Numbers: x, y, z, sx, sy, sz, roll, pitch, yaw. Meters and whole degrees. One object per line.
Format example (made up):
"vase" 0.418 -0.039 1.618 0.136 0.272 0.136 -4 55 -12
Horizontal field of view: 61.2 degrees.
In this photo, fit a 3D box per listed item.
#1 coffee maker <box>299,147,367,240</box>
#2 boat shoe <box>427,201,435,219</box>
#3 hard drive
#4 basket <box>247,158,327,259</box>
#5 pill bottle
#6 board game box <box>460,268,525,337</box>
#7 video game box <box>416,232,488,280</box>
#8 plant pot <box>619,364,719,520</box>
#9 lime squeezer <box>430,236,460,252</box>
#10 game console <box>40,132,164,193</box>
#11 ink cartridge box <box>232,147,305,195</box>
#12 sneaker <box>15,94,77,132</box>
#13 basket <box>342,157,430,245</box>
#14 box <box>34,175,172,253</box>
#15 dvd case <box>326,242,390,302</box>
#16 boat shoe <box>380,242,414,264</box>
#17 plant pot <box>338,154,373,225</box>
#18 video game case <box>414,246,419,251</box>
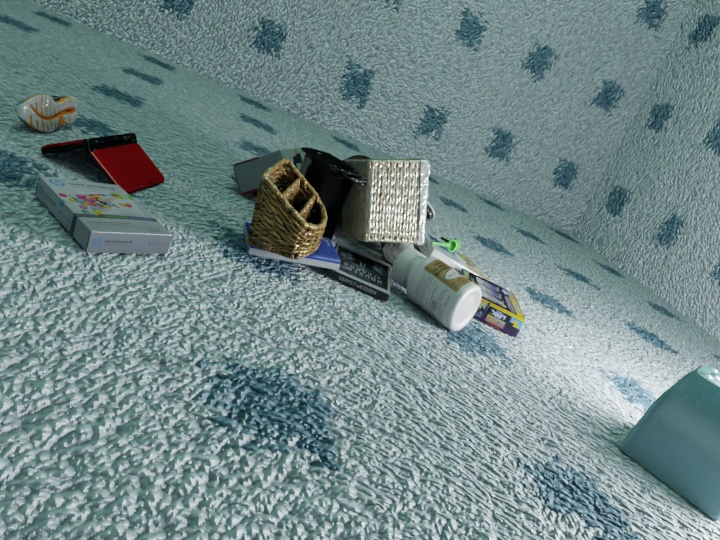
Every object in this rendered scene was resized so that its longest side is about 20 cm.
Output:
"coffee maker" -0.097 -0.160 1.431 0.131 0.205 0.193 12 21 -27
"boat shoe" 0.200 -0.260 2.333 0.060 0.076 0.199 -37 68 -27
"hard drive" -0.149 -0.054 1.313 0.194 0.026 0.132 10 22 -20
"basket" -0.134 -0.129 1.264 0.139 0.153 0.201 18 20 2
"pill bottle" 0.167 0.036 1.378 0.199 0.117 0.113 37 22 33
"board game box" 0.327 0.079 1.568 0.162 0.058 0.200 27 18 -2
"video game box" 0.257 -0.028 1.749 0.196 0.047 0.183 28 17 -17
"plant pot" 0.647 0.298 1.149 0.194 0.204 0.194 36 22 32
"lime squeezer" 0.250 -0.080 1.734 0.070 0.038 0.200 34 15 9
"game console" -0.550 -0.228 1.316 0.167 0.123 0.200 -6 15 10
"ink cartridge box" -0.233 -0.270 1.637 0.142 0.085 0.200 -13 10 16
"sneaker" -0.724 -0.362 1.383 0.075 0.081 0.200 10 15 1
"basket" 0.056 -0.173 1.478 0.156 0.207 0.198 1 9 -21
"box" -0.443 -0.095 1.054 0.198 0.042 0.154 36 20 32
"dvd case" 0.000 0.000 1.404 0.147 0.025 0.201 23 18 -4
"boat shoe" 0.090 -0.045 1.582 0.067 0.073 0.200 9 7 -12
"plant pot" -0.059 -0.208 1.651 0.198 0.205 0.196 34 27 28
"video game case" 0.165 -0.027 1.708 0.140 0.018 0.201 16 20 -26
